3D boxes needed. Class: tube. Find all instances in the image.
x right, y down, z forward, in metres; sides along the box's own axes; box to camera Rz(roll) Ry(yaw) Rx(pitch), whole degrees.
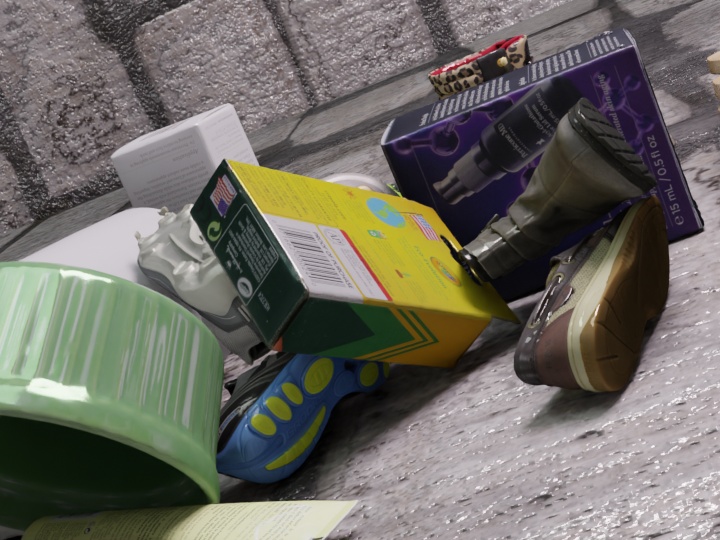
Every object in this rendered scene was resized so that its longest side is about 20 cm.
[{"bbox_3d":[-0.101,0.154,0.737,0.200,0.052,0.058,-12,56,31],"label":"tube"}]

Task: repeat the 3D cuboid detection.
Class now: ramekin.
[{"bbox_3d":[-0.173,0.078,0.781,0.200,0.200,0.098,-15,54,34],"label":"ramekin"}]

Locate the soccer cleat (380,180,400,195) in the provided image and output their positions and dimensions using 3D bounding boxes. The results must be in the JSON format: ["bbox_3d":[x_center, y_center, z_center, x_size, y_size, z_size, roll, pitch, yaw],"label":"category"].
[{"bbox_3d":[0.019,-0.039,1.278,0.081,0.068,0.200,-39,16,-11],"label":"soccer cleat"}]

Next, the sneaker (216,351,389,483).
[{"bbox_3d":[-0.044,0.072,0.904,0.083,0.071,0.200,-6,23,35],"label":"sneaker"}]

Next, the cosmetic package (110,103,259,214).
[{"bbox_3d":[-0.127,-0.034,1.193,0.101,0.200,0.074,-16,15,28],"label":"cosmetic package"}]

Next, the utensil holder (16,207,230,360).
[{"bbox_3d":[-0.213,0.056,1.062,0.170,0.170,0.200,-15,12,33],"label":"utensil holder"}]

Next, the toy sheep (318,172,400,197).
[{"bbox_3d":[-0.017,-0.009,1.048,0.138,0.138,0.200,-29,-11,-24],"label":"toy sheep"}]

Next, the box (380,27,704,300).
[{"bbox_3d":[0.134,-0.074,1.016,0.200,0.148,0.104,-22,13,12],"label":"box"}]

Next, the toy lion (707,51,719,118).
[{"bbox_3d":[0.392,-0.159,1.120,0.191,0.069,0.200,-13,15,15],"label":"toy lion"}]

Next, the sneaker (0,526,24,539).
[{"bbox_3d":[-0.262,0.133,0.941,0.200,0.116,0.076,-17,14,27],"label":"sneaker"}]

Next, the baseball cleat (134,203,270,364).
[{"bbox_3d":[-0.107,0.014,0.977,0.070,0.107,0.200,-35,20,-5],"label":"baseball cleat"}]

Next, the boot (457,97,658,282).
[{"bbox_3d":[0.120,-0.037,0.870,0.131,0.068,0.200,-40,-9,8],"label":"boot"}]

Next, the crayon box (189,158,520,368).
[{"bbox_3d":[0.000,0.000,0.884,0.200,0.127,0.051,9,-54,-43],"label":"crayon box"}]

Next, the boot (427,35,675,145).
[{"bbox_3d":[0.164,-0.135,1.203,0.200,0.151,0.073,-15,15,32],"label":"boot"}]

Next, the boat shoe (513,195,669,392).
[{"bbox_3d":[0.143,0.008,0.819,0.065,0.073,0.200,-5,20,27],"label":"boat shoe"}]
